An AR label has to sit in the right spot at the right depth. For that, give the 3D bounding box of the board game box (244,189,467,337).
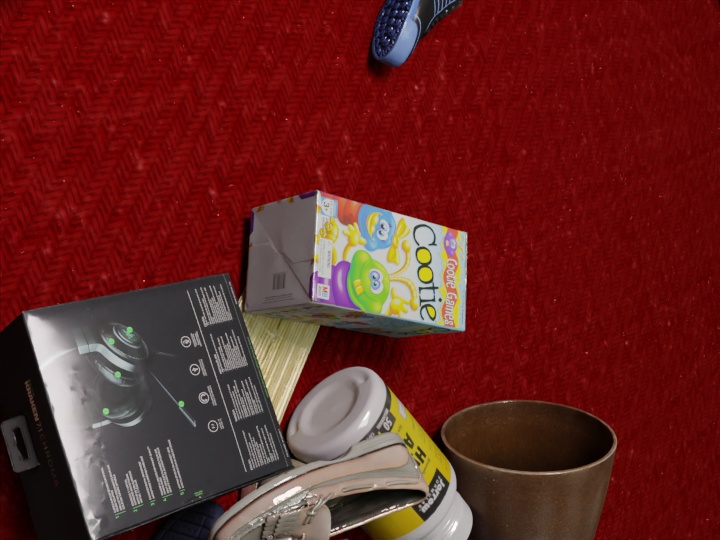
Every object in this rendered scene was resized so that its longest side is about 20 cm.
[{"bbox_3d":[0.000,0.000,0.937,0.199,0.104,0.104,13,75,-41],"label":"board game box"}]

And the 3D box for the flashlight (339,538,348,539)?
[{"bbox_3d":[-0.078,0.273,0.780,0.199,0.068,0.068,5,115,-44],"label":"flashlight"}]

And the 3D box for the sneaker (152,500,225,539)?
[{"bbox_3d":[-0.149,0.294,0.806,0.082,0.074,0.201,29,74,-38],"label":"sneaker"}]

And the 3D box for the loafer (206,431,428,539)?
[{"bbox_3d":[-0.028,0.196,0.798,0.199,0.063,0.072,-20,142,-34],"label":"loafer"}]

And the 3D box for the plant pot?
[{"bbox_3d":[0.180,0.271,1.058,0.186,0.186,0.202,-15,110,-43],"label":"plant pot"}]

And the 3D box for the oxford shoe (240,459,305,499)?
[{"bbox_3d":[-0.068,0.273,0.878,0.070,0.074,0.202,-3,88,-45],"label":"oxford shoe"}]

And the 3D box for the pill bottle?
[{"bbox_3d":[0.026,0.199,0.950,0.200,0.111,0.112,51,54,-26],"label":"pill bottle"}]

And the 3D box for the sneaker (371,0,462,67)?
[{"bbox_3d":[0.075,-0.301,1.084,0.078,0.070,0.201,31,64,-28],"label":"sneaker"}]

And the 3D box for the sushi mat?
[{"bbox_3d":[-0.085,0.058,0.930,0.096,0.012,0.201,40,60,-32],"label":"sushi mat"}]

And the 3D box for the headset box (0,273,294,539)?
[{"bbox_3d":[-0.178,0.111,0.758,0.199,0.093,0.175,-13,78,-44],"label":"headset box"}]
